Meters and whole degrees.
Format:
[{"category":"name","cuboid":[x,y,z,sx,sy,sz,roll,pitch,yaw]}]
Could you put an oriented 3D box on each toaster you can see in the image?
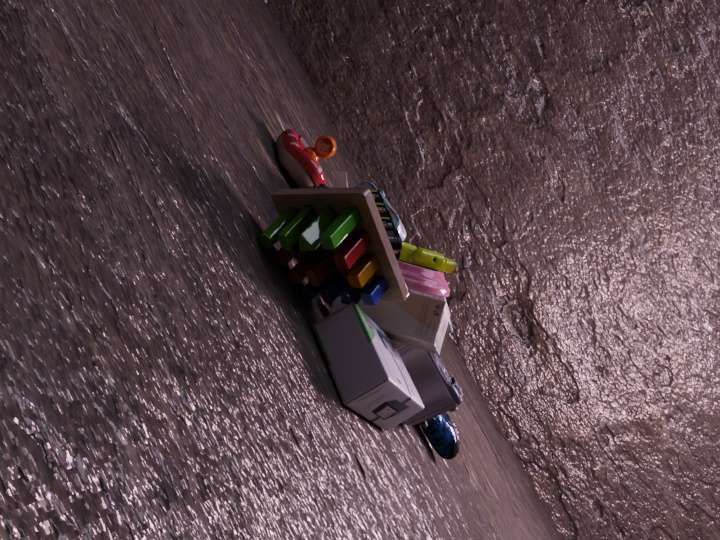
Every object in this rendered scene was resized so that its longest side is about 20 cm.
[{"category":"toaster","cuboid":[0.103,0.200,1.564,0.202,0.128,0.114,60,7,0]}]

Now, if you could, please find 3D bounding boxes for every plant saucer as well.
[{"category":"plant saucer","cuboid":[0.107,0.008,1.796,0.196,0.052,0.201,15,3,-1]}]

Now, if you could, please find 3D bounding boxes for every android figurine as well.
[{"category":"android figurine","cuboid":[0.116,-0.037,1.816,0.196,0.042,0.182,16,3,-20]}]

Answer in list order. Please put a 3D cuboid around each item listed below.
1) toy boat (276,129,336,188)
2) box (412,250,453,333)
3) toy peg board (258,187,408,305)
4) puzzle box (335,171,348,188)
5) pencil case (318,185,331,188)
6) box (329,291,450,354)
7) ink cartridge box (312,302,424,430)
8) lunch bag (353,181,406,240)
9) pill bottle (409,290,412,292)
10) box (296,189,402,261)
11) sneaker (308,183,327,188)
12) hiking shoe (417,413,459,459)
[{"category":"toy boat","cuboid":[-0.113,-0.264,1.873,0.131,0.129,0.201,54,9,-31]},{"category":"box","cuboid":[0.138,0.066,2.005,0.200,0.128,0.203,109,-32,-88]},{"category":"toy peg board","cuboid":[-0.054,-0.017,1.275,0.098,0.197,0.202,-47,127,-38]},{"category":"puzzle box","cuboid":[-0.030,-0.092,1.735,0.202,0.025,0.135,83,2,-50]},{"category":"pencil case","cuboid":[-0.060,-0.130,1.870,0.200,0.091,0.087,33,44,-70]},{"category":"box","cuboid":[0.053,0.078,1.431,0.196,0.079,0.095,15,-14,15]},{"category":"ink cartridge box","cuboid":[0.016,0.160,1.317,0.148,0.083,0.200,64,8,29]},{"category":"lunch bag","cuboid":[0.015,-0.121,2.014,0.201,0.160,0.077,54,5,33]},{"category":"pill bottle","cuboid":[0.070,0.087,1.804,0.121,0.118,0.200,60,7,3]},{"category":"box","cuboid":[-0.037,-0.089,1.539,0.194,0.196,0.048,-113,-154,-53]},{"category":"sneaker","cuboid":[-0.083,-0.095,1.724,0.085,0.075,0.203,67,9,-53]},{"category":"hiking shoe","cuboid":[0.134,0.304,1.680,0.086,0.074,0.203,-15,75,-56]}]
